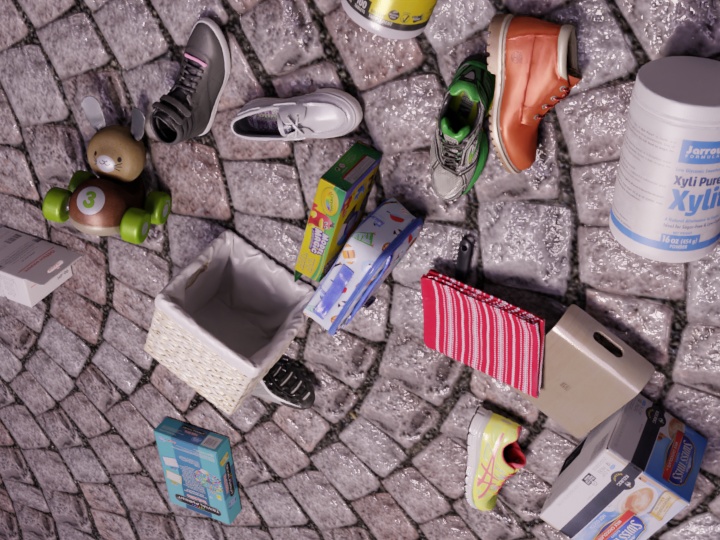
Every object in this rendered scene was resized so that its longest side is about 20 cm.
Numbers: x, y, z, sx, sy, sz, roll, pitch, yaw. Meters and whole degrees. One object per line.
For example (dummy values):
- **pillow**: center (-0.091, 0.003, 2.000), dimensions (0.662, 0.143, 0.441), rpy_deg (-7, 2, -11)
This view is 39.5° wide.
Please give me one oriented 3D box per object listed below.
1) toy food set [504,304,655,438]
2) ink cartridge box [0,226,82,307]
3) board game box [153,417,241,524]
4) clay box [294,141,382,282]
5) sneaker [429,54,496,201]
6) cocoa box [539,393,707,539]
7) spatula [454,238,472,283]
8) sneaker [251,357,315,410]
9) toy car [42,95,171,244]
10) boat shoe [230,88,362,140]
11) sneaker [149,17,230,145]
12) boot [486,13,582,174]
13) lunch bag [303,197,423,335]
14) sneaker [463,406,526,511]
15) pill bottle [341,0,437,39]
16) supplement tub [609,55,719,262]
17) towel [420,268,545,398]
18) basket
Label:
- **toy food set**: center (0.301, 0.144, 1.413), dimensions (0.143, 0.060, 0.200), rpy_deg (38, 142, 4)
- **ink cartridge box**: center (-0.620, -0.002, 1.852), dimensions (0.199, 0.116, 0.068), rpy_deg (17, 130, 23)
- **board game box**: center (-0.323, 0.399, 1.996), dimensions (0.150, 0.047, 0.201), rpy_deg (14, 128, 24)
- **clay box**: center (-0.035, -0.072, 1.427), dimensions (0.047, 0.115, 0.201), rpy_deg (28, 133, 11)
- **sneaker**: center (0.119, -0.172, 1.277), dimensions (0.078, 0.085, 0.201), rpy_deg (22, 131, 18)
- **cocoa box**: center (0.370, 0.296, 1.414), dimensions (0.131, 0.133, 0.200), rpy_deg (34, 134, 6)
- **spatula**: center (0.138, 0.033, 1.454), dimensions (0.056, 0.021, 0.201), rpy_deg (28, 131, 24)
- **sneaker**: center (-0.161, 0.189, 1.733), dimensions (0.199, 0.074, 0.080), rpy_deg (23, 141, 25)
- **toy car**: center (-0.393, -0.168, 1.579), dimensions (0.163, 0.158, 0.201), rpy_deg (15, 117, 8)
- **boat shoe**: center (-0.094, -0.211, 1.397), dimensions (0.199, 0.069, 0.072), rpy_deg (9, 126, 28)
- **sneaker**: center (-0.248, -0.261, 1.440), dimensions (0.071, 0.099, 0.201), rpy_deg (31, 132, 12)
- **boot**: center (0.212, -0.205, 1.205), dimensions (0.107, 0.075, 0.201), rpy_deg (8, 124, 22)
- **lunch bag**: center (0.000, 0.000, 1.424), dimensions (0.075, 0.160, 0.200), rpy_deg (37, 133, 5)
- **sneaker**: center (0.213, 0.307, 1.566), dimensions (0.090, 0.078, 0.201), rpy_deg (10, 128, 18)
- **pill bottle**: center (0.057, -0.378, 1.151), dimensions (0.112, 0.112, 0.200), rpy_deg (33, 133, 9)
- **supplement tub**: center (0.358, -0.123, 1.126), dimensions (0.131, 0.132, 0.201), rpy_deg (17, 130, 22)
- **towel**: center (0.170, 0.090, 1.423), dimensions (0.199, 0.022, 0.145), rpy_deg (24, 135, 33)
- **basket**: center (-0.207, 0.084, 1.597), dimensions (0.200, 0.198, 0.161), rpy_deg (35, 138, 6)
